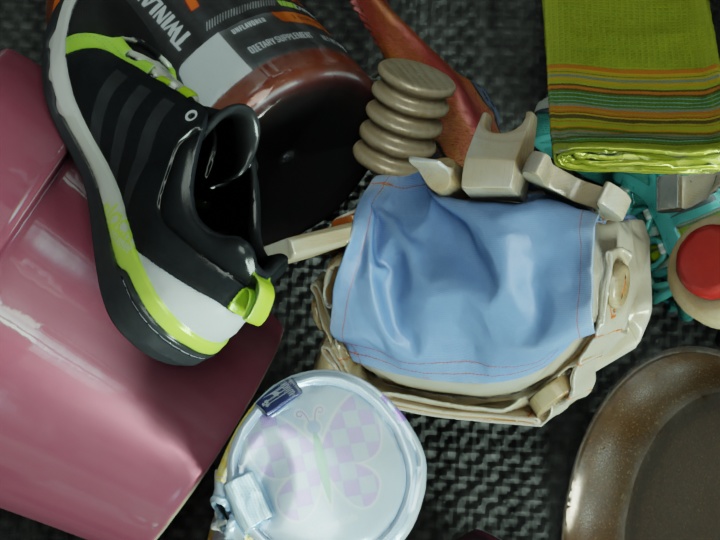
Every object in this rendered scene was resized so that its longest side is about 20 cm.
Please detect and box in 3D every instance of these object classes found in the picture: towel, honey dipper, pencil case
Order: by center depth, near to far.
[{"bbox_3d":[-0.024,0.107,1.060,0.091,0.200,0.083,-37,81,-12],"label":"pencil case"},{"bbox_3d":[0.000,0.000,1.123,0.038,0.038,0.201,18,113,6],"label":"honey dipper"},{"bbox_3d":[0.131,-0.115,1.168,0.085,0.018,0.201,2,41,-1],"label":"towel"}]

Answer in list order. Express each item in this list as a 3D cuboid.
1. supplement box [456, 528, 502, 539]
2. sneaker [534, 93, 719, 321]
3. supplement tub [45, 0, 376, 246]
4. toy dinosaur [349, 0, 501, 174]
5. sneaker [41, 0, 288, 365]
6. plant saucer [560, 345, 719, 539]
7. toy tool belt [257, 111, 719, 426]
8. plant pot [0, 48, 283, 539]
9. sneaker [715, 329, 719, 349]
[{"bbox_3d":[0.007,0.217,1.068,0.199,0.086,0.111,-32,98,-9],"label":"supplement box"},{"bbox_3d":[0.161,-0.018,1.165,0.199,0.078,0.080,35,85,10],"label":"sneaker"},{"bbox_3d":[-0.083,-0.109,1.157,0.107,0.107,0.200,-35,56,-10],"label":"supplement tub"},{"bbox_3d":[0.039,-0.045,1.129,0.105,0.201,0.181,-30,32,-16],"label":"toy dinosaur"},{"bbox_3d":[-0.073,-0.052,1.022,0.083,0.072,0.201,-36,56,25],"label":"sneaker"},{"bbox_3d":[0.157,0.134,1.068,0.032,0.200,0.202,1,70,-29],"label":"plant saucer"},{"bbox_3d":[0.067,-0.001,1.006,0.199,0.123,0.126,-5,76,28],"label":"toy tool belt"},{"bbox_3d":[-0.142,0.029,1.098,0.178,0.200,0.201,33,75,-7],"label":"plant pot"},{"bbox_3d":[0.202,-0.017,1.097,0.115,0.076,0.201,-26,91,-4],"label":"sneaker"}]
